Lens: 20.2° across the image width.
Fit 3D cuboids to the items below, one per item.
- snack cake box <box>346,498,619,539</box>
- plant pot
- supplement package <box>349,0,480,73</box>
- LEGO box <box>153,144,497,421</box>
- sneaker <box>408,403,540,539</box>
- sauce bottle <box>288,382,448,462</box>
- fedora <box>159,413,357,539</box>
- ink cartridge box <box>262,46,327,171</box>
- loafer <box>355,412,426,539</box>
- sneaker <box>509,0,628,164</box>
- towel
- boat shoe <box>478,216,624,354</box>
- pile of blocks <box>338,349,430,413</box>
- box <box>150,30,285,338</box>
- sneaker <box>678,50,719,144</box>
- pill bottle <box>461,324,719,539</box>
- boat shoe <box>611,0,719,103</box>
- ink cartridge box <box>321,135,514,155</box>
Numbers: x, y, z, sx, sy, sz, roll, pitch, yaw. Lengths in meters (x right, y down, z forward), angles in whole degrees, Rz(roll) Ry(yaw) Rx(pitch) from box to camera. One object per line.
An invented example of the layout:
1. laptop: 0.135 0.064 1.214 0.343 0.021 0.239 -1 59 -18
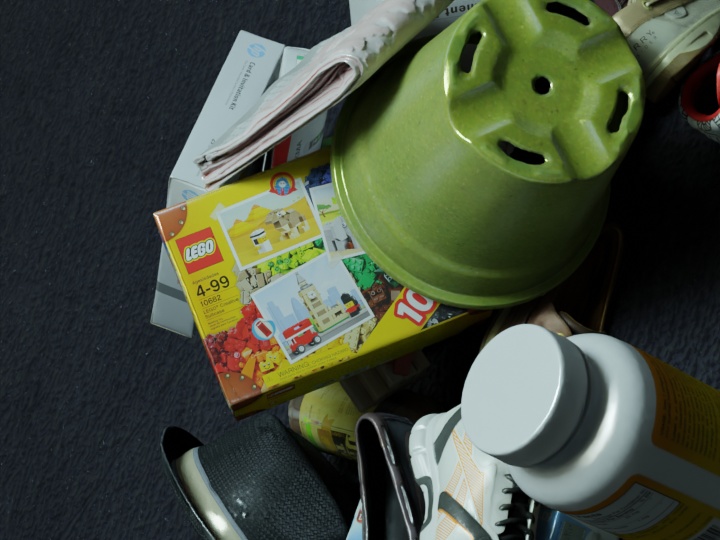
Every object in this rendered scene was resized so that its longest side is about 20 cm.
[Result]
1. snack cake box: 0.074 0.210 1.398 0.200 0.067 0.115 6 75 51
2. plant pot: 0.095 -0.092 1.316 0.184 0.200 0.200 130 155 -72
3. supplement package: 0.057 -0.249 1.549 0.121 0.120 0.200 -125 27 -62
4. LEGO box: -0.025 -0.002 1.423 0.200 0.077 0.149 -22 79 -6
5. sneaker: 0.083 0.160 1.303 0.080 0.074 0.200 -35 45 28
6. sauce bottle: 0.025 0.119 1.512 0.200 0.065 0.065 8 76 54
7. fedora: -0.062 0.175 1.507 0.092 0.201 0.201 -40 40 4
8. ink cartridge box: -0.059 -0.060 1.630 0.200 0.050 0.161 -89 9 -51
9. loafer: 0.021 0.189 1.365 0.072 0.063 0.200 -30 48 37
10. sneaker: 0.130 -0.127 1.472 0.200 0.116 0.076 -49 -3 3
11. towel: -0.011 -0.148 1.407 0.191 0.032 0.200 -31 12 44
12. boat shoe: 0.134 0.049 1.415 0.068 0.072 0.200 -2 65 51
13. pile of blocks: 0.000 0.000 1.489 0.062 0.082 0.200 119 143 -65
14. box: -0.112 -0.065 1.569 0.200 0.041 0.156 104 -173 -54
15. sneaker: 0.297 -0.105 1.278 0.201 0.108 0.067 -3 67 49
16. pill bottle: 0.159 0.104 1.246 0.111 0.200 0.111 -28 50 38
17. boat shoe: 0.216 -0.176 1.370 0.074 0.066 0.200 -48 -3 27
18. ink cartridge box: 0.051 -0.067 1.586 0.200 0.067 0.117 -17 56 44
